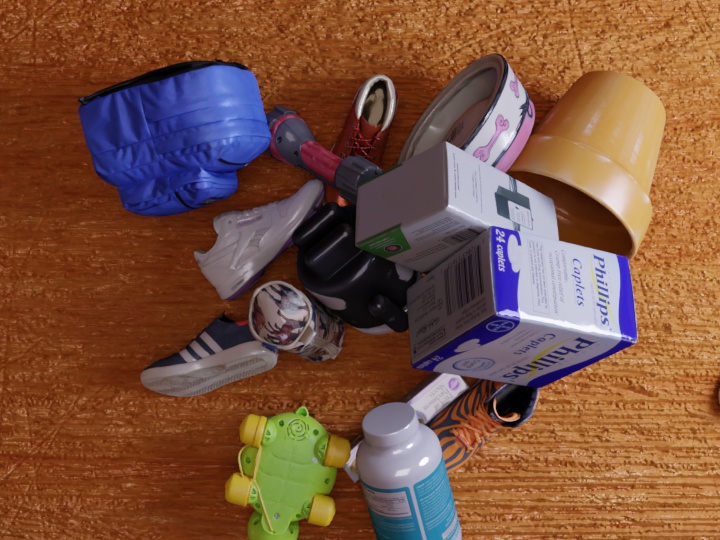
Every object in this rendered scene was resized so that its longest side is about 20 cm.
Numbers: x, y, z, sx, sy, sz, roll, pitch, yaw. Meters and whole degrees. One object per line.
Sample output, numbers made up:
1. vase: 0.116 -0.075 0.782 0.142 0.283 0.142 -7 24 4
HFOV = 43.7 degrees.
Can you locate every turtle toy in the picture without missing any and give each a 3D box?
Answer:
1. turtle toy: -0.098 0.272 1.158 0.144 0.101 0.203 15 91 -2

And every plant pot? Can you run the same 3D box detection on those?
1. plant pot: 0.289 -0.138 1.126 0.199 0.200 0.185 32 74 -1

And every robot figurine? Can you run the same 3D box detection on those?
1. robot figurine: 0.001 -0.002 1.113 0.123 0.200 0.152 -6 60 31

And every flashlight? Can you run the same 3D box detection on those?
1. flashlight: -0.051 -0.143 1.115 0.067 0.199 0.069 -4 117 -43

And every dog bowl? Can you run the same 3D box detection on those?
1. dog bowl: 0.134 -0.166 1.117 0.073 0.200 0.201 35 90 -20

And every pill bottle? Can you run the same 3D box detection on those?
1. pill bottle: 0.057 0.269 1.128 0.109 0.111 0.203 -14 113 -1

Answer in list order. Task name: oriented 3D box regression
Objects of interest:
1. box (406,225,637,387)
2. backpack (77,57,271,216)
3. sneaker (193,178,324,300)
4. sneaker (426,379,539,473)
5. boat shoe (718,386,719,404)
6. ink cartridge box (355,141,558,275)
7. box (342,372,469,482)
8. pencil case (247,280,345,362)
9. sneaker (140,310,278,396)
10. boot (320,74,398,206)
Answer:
1. box: 0.181 0.050 1.033 0.197 0.184 0.106 10 63 -25
2. backpack: -0.209 -0.164 1.107 0.197 0.162 0.170 -17 95 17
3. sneaker: -0.133 -0.056 1.162 0.200 0.075 0.100 -43 90 4
4. sneaker: 0.152 0.190 1.156 0.077 0.112 0.200 41 90 -2
5. boat shoe: 0.555 0.114 1.183 0.074 0.069 0.201 41 90 -1
6. ink cartridge box: 0.113 -0.054 1.036 0.198 0.146 0.084 21 60 -39
7. box: 0.055 0.200 1.191 0.199 0.039 0.042 -39 94 0
8. pencil case: -0.073 0.070 1.111 0.078 0.200 0.090 -40 75 3
9. sneaker: -0.196 0.103 1.173 0.197 0.075 0.086 -16 56 16
10. boot: -0.003 -0.156 1.152 0.074 0.107 0.203 17 93 -4
